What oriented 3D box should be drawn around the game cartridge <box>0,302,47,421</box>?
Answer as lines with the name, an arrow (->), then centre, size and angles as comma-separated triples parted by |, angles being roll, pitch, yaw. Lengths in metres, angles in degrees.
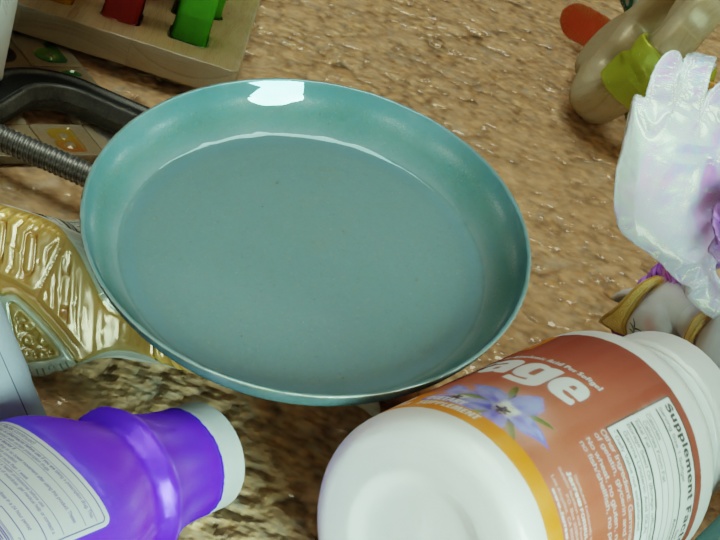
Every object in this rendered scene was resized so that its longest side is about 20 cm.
game cartridge -> -0.221, -0.003, 0.864 | 0.199, 0.134, 0.041 | 29, 70, 17

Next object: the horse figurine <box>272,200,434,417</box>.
horse figurine -> 0.000, 0.000, 1.050 | 0.133, 0.050, 0.200 | 47, 14, -13

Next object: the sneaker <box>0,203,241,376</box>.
sneaker -> -0.130, 0.010, 0.975 | 0.198, 0.076, 0.088 | 10, 5, -11

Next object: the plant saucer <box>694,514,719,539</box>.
plant saucer -> 0.230, 0.076, 0.939 | 0.070, 0.200, 0.019 | 51, -5, -39

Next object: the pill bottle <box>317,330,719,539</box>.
pill bottle -> 0.081, 0.090, 0.904 | 0.112, 0.113, 0.199 | 34, 31, 26

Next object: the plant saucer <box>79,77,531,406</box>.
plant saucer -> -0.025, -0.011, 0.925 | 0.198, 0.028, 0.201 | 7, 43, -6

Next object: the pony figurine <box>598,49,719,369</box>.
pony figurine -> 0.195, 0.007, 1.021 | 0.165, 0.194, 0.200 | 9, 23, -31

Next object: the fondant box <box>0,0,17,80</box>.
fondant box -> -0.280, -0.154, 1.065 | 0.198, 0.059, 0.144 | 11, -8, -3

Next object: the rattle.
rattle -> 0.214, -0.130, 1.432 | 0.142, 0.131, 0.200 | 26, 0, -10

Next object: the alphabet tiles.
alphabet tiles -> -0.233, -0.104, 1.159 | 0.199, 0.008, 0.167 | -3, 35, -37

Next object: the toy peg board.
toy peg board -> -0.151, -0.215, 1.304 | 0.198, 0.098, 0.200 | 17, 25, -5

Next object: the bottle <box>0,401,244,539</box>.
bottle -> -0.127, 0.097, 0.807 | 0.083, 0.066, 0.199 | 36, 32, 27

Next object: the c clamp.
c clamp -> -0.149, -0.061, 1.109 | 0.199, 0.027, 0.171 | 21, 23, 5
